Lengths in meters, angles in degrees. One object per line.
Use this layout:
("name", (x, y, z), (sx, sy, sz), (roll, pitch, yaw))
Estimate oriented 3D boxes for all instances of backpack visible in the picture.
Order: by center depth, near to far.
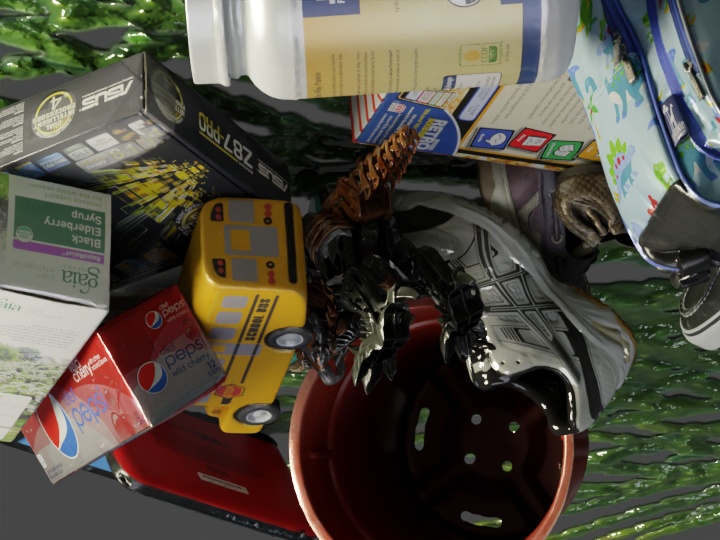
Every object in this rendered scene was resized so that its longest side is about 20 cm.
("backpack", (0.213, -0.120, 1.246), (0.182, 0.201, 0.147), (-12, 153, -20))

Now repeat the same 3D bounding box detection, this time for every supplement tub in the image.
("supplement tub", (0.007, -0.164, 1.198), (0.198, 0.145, 0.145), (-4, 150, -2))

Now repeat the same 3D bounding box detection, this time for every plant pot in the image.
("plant pot", (0.073, 0.125, 1.641), (0.199, 0.203, 0.195), (-14, 173, 15))

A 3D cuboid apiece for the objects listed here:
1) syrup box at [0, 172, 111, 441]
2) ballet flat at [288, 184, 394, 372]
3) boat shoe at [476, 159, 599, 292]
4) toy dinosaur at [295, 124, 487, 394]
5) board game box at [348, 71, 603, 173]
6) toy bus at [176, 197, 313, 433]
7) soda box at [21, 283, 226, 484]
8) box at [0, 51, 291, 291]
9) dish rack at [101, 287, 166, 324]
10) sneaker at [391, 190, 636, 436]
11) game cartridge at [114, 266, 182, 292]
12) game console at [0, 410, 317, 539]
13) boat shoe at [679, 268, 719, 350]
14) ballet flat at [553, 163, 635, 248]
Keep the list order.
("syrup box", (-0.218, 0.025, 1.393), (0.078, 0.082, 0.200), (11, 148, -22))
("ballet flat", (-0.012, 0.011, 1.577), (0.065, 0.071, 0.200), (-1, 152, -12))
("boat shoe", (0.130, -0.022, 1.539), (0.064, 0.072, 0.200), (-9, 144, 17))
("toy dinosaur", (0.000, 0.000, 1.434), (0.102, 0.136, 0.201), (-30, 146, -18))
("board game box", (0.111, -0.121, 1.387), (0.198, 0.047, 0.152), (8, 148, -21))
("toy bus", (-0.077, 0.033, 1.443), (0.078, 0.066, 0.200), (2, 151, -14))
("soda box", (-0.156, 0.074, 1.444), (0.063, 0.070, 0.200), (-30, 179, -29))
("box", (-0.165, -0.049, 1.400), (0.199, 0.049, 0.161), (-18, 146, 24))
("dish rack", (-0.151, 0.049, 1.604), (0.170, 0.044, 0.200), (-1, 163, -18))
("sneaker", (0.086, 0.029, 1.479), (0.199, 0.088, 0.076), (35, 154, -9))
("game cartridge", (-0.153, -0.044, 1.494), (0.132, 0.041, 0.200), (-6, 150, 10))
("game console", (-0.159, 0.166, 1.780), (0.199, 0.173, 0.119), (22, 114, -39))
("boat shoe", (0.230, -0.036, 1.390), (0.068, 0.074, 0.200), (18, 133, -12))
("ballet flat", (0.212, -0.021, 1.472), (0.199, 0.047, 0.067), (14, 150, -22))
